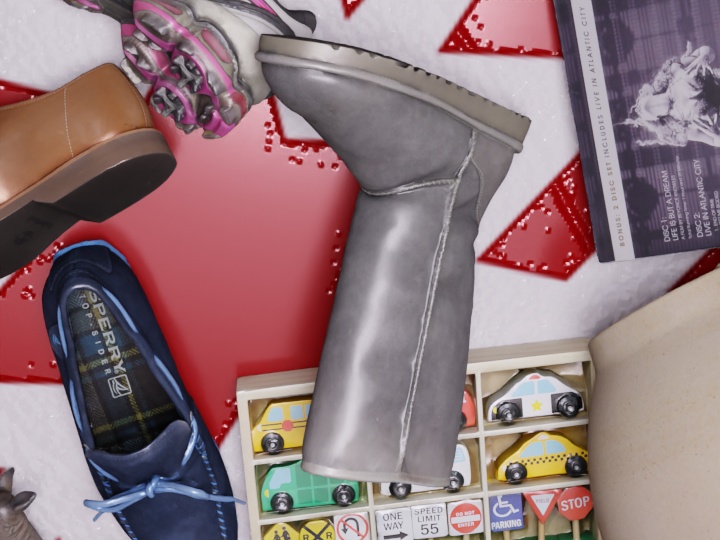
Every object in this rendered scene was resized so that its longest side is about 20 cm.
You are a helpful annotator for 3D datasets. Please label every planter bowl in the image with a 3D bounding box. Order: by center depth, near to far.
[{"bbox_3d":[0.196,0.069,0.769,0.199,0.200,0.136,-25,80,2],"label":"planter bowl"}]

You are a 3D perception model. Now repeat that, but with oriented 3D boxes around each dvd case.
[{"bbox_3d":[0.200,-0.090,0.751,0.198,0.016,0.151,-9,95,26],"label":"dvd case"}]

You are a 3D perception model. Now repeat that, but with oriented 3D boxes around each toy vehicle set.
[{"bbox_3d":[0.035,0.110,0.837,0.197,0.027,0.126,-7,104,-3],"label":"toy vehicle set"}]

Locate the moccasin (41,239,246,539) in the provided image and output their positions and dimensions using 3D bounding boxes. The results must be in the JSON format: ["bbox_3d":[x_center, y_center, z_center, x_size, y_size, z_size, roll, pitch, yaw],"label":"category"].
[{"bbox_3d":[-0.122,0.087,0.796,0.080,0.068,0.202,-24,106,1],"label":"moccasin"}]

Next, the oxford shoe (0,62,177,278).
[{"bbox_3d":[-0.192,-0.039,0.774,0.198,0.071,0.072,-27,75,4],"label":"oxford shoe"}]

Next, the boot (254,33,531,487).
[{"bbox_3d":[0.000,0.000,0.749,0.181,0.072,0.202,17,94,-35],"label":"boot"}]

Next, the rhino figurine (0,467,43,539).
[{"bbox_3d":[-0.205,0.182,0.816,0.086,0.060,0.203,-6,104,-23],"label":"rhino figurine"}]

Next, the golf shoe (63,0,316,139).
[{"bbox_3d":[-0.108,-0.162,0.748,0.200,0.072,0.092,49,60,-6],"label":"golf shoe"}]
